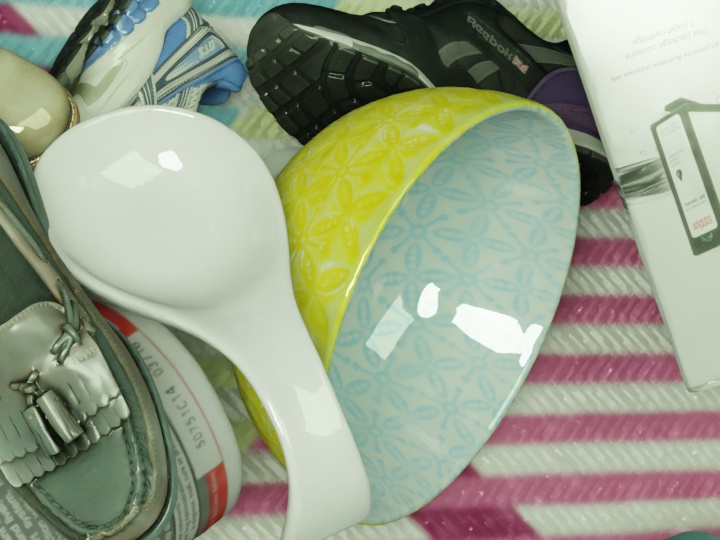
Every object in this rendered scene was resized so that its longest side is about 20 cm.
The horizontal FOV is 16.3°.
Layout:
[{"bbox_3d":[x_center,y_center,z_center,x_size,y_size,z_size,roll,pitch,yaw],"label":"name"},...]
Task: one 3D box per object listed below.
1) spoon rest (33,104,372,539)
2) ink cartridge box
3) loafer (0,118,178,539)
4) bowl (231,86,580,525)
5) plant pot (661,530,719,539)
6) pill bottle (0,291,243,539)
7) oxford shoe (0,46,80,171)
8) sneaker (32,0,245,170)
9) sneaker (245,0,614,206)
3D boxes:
[{"bbox_3d":[-0.057,0.012,0.990,0.099,0.061,0.200,-23,66,-23],"label":"spoon rest"},{"bbox_3d":[0.161,-0.060,1.180,0.084,0.146,0.200,-19,98,11],"label":"ink cartridge box"},{"bbox_3d":[-0.136,0.018,0.950,0.072,0.063,0.200,-33,68,9],"label":"loafer"},{"bbox_3d":[0.000,0.000,1.112,0.108,0.200,0.200,26,57,28],"label":"bowl"},{"bbox_3d":[0.093,0.225,1.071,0.161,0.201,0.201,-11,82,-19],"label":"plant pot"},{"bbox_3d":[-0.155,0.104,1.012,0.200,0.114,0.114,-35,95,-31],"label":"pill bottle"},{"bbox_3d":[-0.211,-0.087,1.019,0.200,0.074,0.071,13,60,-2],"label":"oxford shoe"},{"bbox_3d":[-0.109,-0.039,1.098,0.085,0.077,0.200,39,63,-19],"label":"sneaker"},{"bbox_3d":[0.030,-0.096,1.195,0.200,0.076,0.088,20,53,-32],"label":"sneaker"}]
